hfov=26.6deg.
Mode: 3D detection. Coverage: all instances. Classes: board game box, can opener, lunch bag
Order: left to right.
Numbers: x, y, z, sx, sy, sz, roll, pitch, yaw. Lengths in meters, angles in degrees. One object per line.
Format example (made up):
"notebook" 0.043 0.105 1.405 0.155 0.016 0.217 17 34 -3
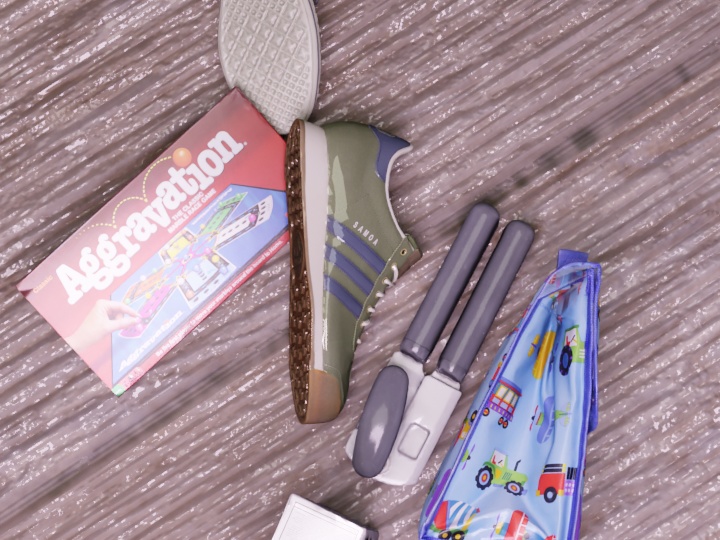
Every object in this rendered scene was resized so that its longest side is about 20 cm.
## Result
"board game box" -0.124 -0.020 1.030 0.200 0.019 0.103 -43 98 -4
"can opener" 0.052 0.048 0.997 0.053 0.067 0.201 27 83 7
"lunch bag" 0.104 0.083 0.945 0.094 0.151 0.201 14 82 6

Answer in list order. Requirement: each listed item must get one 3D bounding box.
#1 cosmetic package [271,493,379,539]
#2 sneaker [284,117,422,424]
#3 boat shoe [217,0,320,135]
"cosmetic package" -0.028 0.183 0.911 0.050 0.200 0.083 25 83 7
"sneaker" 0.000 0.000 1.008 0.089 0.067 0.201 -1 91 -16
"boat shoe" -0.066 -0.194 1.051 0.074 0.062 0.201 -12 94 17
